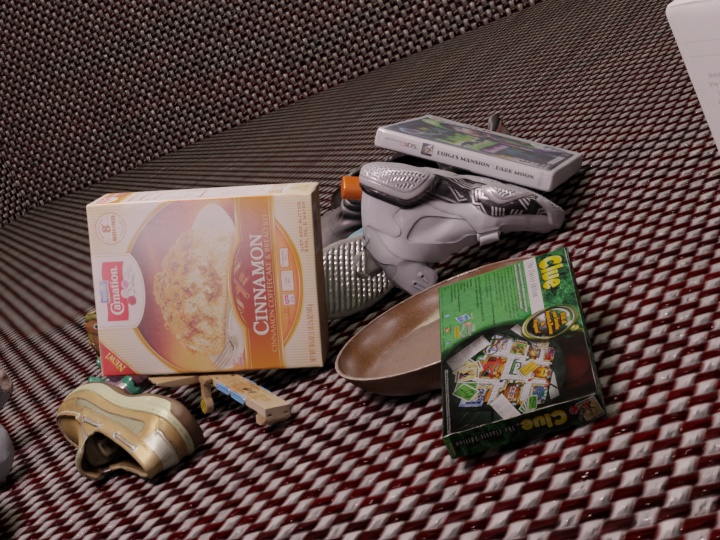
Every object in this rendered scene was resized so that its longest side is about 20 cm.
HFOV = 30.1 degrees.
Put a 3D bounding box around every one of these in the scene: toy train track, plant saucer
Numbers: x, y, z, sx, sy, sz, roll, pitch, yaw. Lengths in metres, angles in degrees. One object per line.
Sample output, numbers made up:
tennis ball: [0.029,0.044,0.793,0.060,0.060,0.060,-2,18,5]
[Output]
toy train track: [-0.111,0.109,1.156,0.114,0.033,0.199,-9,12,-26]
plant saucer: [0.075,0.047,1.058,0.198,0.032,0.200,-23,12,5]

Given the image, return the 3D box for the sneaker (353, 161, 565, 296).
sneaker: [0.088,-0.032,1.262,0.198,0.116,0.075,9,12,-7]

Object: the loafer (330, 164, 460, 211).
loafer: [0.031,-0.094,1.567,0.199,0.074,0.072,-14,-3,43]

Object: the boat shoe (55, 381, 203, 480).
boat shoe: [-0.219,0.144,1.149,0.199,0.072,0.076,-7,33,52]

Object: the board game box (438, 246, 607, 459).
board game box: [0.105,0.051,0.915,0.104,0.024,0.201,-20,25,13]

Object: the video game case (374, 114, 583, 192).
video game case: [0.127,-0.124,1.369,0.180,0.024,0.200,16,15,14]

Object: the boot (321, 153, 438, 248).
boot: [-0.016,-0.060,1.413,0.199,0.070,0.132,-29,-19,-15]

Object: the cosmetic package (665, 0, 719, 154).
cosmetic package: [0.332,-0.117,0.854,0.164,0.202,0.165,-28,14,-14]

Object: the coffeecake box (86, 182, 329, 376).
coffeecake box: [-0.132,0.007,1.186,0.197,0.155,0.073,-3,10,5]

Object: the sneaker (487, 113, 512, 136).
sneaker: [0.097,-0.137,1.625,0.198,0.083,0.077,-19,14,22]

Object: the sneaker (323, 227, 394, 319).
sneaker: [0.000,0.000,1.329,0.199,0.074,0.082,-30,-3,-35]

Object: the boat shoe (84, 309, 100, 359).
boat shoe: [-0.225,0.051,1.508,0.198,0.069,0.072,-20,12,16]

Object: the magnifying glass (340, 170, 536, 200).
magnifying glass: [0.080,-0.076,1.336,0.197,0.023,0.080,4,43,-8]

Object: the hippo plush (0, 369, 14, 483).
hippo plush: [-0.416,0.149,1.275,0.198,0.161,0.160,-10,17,-27]

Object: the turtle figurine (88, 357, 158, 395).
turtle figurine: [-0.177,0.058,1.332,0.199,0.101,0.150,-39,-4,7]
